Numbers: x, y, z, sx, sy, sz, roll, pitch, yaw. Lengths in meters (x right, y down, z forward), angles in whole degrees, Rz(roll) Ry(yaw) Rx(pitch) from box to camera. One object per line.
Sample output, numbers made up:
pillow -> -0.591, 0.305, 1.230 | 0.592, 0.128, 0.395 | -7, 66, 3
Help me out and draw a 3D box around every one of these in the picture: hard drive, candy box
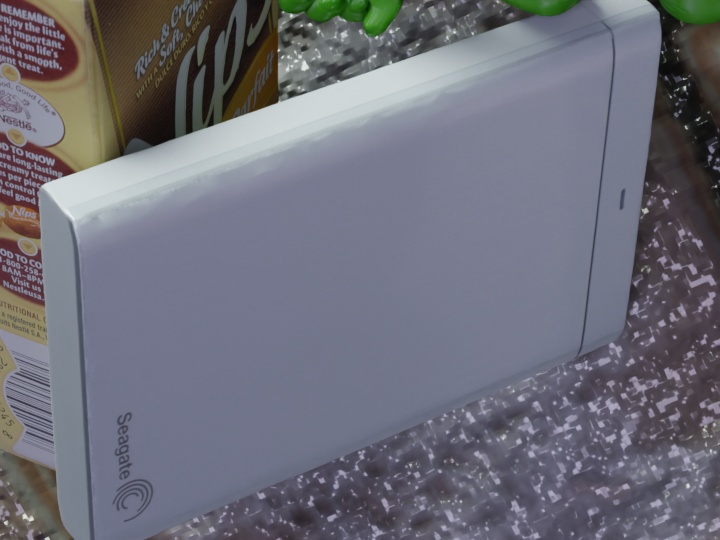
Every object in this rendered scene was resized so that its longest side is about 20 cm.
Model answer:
hard drive -> 0.000, 0.000, 0.742 | 0.027, 0.199, 0.133 | 47, 147, 40
candy box -> -0.072, -0.042, 0.749 | 0.055, 0.116, 0.201 | 19, 136, 16

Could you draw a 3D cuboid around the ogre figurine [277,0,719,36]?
ogre figurine -> 0.073, -0.121, 0.683 | 0.199, 0.120, 0.099 | 12, 63, 13
